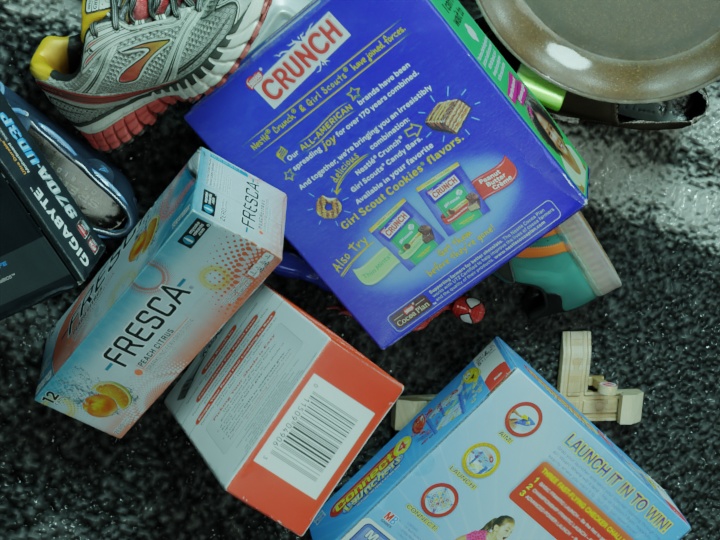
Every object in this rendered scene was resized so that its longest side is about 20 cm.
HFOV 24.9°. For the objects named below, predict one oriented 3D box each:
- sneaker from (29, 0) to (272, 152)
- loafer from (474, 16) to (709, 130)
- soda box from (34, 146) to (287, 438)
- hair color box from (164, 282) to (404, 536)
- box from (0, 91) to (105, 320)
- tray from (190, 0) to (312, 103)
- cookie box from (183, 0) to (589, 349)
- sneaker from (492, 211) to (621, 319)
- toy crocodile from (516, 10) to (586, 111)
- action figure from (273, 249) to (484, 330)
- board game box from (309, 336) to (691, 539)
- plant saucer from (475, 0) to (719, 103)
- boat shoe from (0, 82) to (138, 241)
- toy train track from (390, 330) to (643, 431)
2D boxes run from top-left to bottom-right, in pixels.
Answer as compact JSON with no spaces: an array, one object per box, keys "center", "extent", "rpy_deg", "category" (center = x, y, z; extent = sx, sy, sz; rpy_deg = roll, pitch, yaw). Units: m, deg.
[{"center":[-0.126,-0.143,0.985],"extent":[0.200,0.078,0.082],"rpy_deg":[-29,124,35],"category":"sneaker"},{"center":[0.159,-0.138,1.139],"extent":[0.199,0.071,0.073],"rpy_deg":[4,101,-19],"category":"loafer"},{"center":[-0.128,0.018,1.030],"extent":[0.068,0.064,0.200],"rpy_deg":[28,125,-23],"category":"soda box"},{"center":[-0.055,0.080,1.046],"extent":[0.064,0.200,0.111],"rpy_deg":[35,89,-21],"category":"hair color box"},{"center":[-0.276,-0.031,0.975],"extent":[0.199,0.046,0.159],"rpy_deg":[-22,113,23],"category":"box"},{"center":[-0.011,-0.108,1.106],"extent":[0.200,0.022,0.108],"rpy_deg":[32,99,-22],"category":"tray"},{"center":[0.020,-0.082,1.034],"extent":[0.171,0.075,0.200],"rpy_deg":[-36,103,18],"category":"cookie box"},{"center":[0.106,-0.037,1.132],"extent":[0.080,0.071,0.200],"rpy_deg":[-32,124,10],"category":"sneaker"},{"center":[0.149,-0.190,1.098],"extent":[0.067,0.062,0.200],"rpy_deg":[26,61,4],"category":"toy crocodile"},{"center":[0.000,0.000,1.132],"extent":[0.199,0.052,0.066],"rpy_deg":[19,91,-24],"category":"action figure"},{"center":[0.100,0.184,1.181],"extent":[0.196,0.056,0.200],"rpy_deg":[-44,112,8],"category":"board game box"},{"center":[0.161,-0.199,0.994],"extent":[0.199,0.032,0.201],"rpy_deg":[11,125,16],"category":"plant saucer"},{"center":[-0.223,-0.082,1.023],"extent":[0.199,0.069,0.084],"rpy_deg":[22,94,-22],"category":"boat shoe"},{"center":[0.121,0.105,1.203],"extent":[0.199,0.033,0.115],"rpy_deg":[0,102,-18],"category":"toy train track"}]
